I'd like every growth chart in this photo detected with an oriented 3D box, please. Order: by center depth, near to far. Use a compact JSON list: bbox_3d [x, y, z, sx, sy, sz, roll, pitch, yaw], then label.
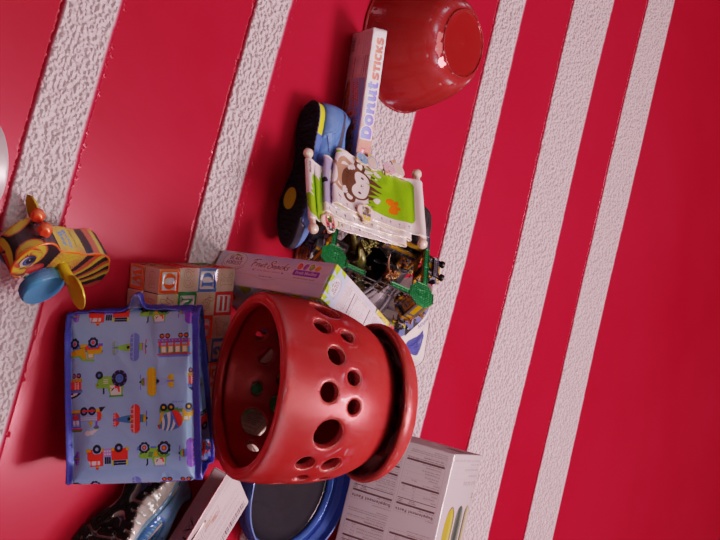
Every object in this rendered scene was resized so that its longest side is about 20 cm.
[{"bbox_3d":[0.008,-0.096,1.336,0.198,0.018,0.146,9,58,-33],"label":"growth chart"}]

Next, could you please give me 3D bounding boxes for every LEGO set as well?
[{"bbox_3d":[0.000,0.000,1.362,0.198,0.116,0.155,16,53,-25],"label":"LEGO set"}]

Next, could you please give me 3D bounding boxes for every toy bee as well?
[{"bbox_3d":[-0.321,-0.014,1.043,0.131,0.109,0.200,47,30,-1],"label":"toy bee"}]

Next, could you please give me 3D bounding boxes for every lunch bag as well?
[{"bbox_3d":[-0.246,0.125,1.139,0.094,0.149,0.202,-78,166,-86],"label":"lunch bag"}]

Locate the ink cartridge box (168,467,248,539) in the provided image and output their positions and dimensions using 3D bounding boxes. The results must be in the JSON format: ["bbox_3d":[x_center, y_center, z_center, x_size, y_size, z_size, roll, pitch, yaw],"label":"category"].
[{"bbox_3d":[-0.210,0.331,1.237,0.201,0.044,0.177,-59,166,-25],"label":"ink cartridge box"}]

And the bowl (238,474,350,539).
[{"bbox_3d":[-0.092,0.300,1.432,0.200,0.039,0.203,-11,105,-48],"label":"bowl"}]

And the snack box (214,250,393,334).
[{"bbox_3d":[-0.076,0.041,1.278,0.142,0.199,0.053,49,59,-41],"label":"snack box"}]

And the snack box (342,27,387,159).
[{"bbox_3d":[-0.002,-0.226,1.412,0.024,0.072,0.202,7,92,-25],"label":"snack box"}]

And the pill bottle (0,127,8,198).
[{"bbox_3d":[-0.427,-0.100,0.917,0.199,0.113,0.115,-2,98,-49],"label":"pill bottle"}]

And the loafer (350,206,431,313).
[{"bbox_3d":[0.039,-0.019,1.473,0.201,0.068,0.071,-58,142,-20],"label":"loafer"}]

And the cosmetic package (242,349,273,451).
[{"bbox_3d":[-0.101,0.167,1.349,0.200,0.103,0.074,-46,129,-32],"label":"cosmetic package"}]

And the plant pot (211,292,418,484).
[{"bbox_3d":[-0.048,0.133,1.133,0.181,0.200,0.203,8,91,-29],"label":"plant pot"}]

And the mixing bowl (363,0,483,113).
[{"bbox_3d":[0.107,-0.328,1.493,0.199,0.108,0.202,-10,104,-47],"label":"mixing bowl"}]

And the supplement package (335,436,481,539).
[{"bbox_3d":[0.070,0.350,1.517,0.152,0.149,0.202,25,78,-66],"label":"supplement package"}]

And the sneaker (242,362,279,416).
[{"bbox_3d":[-0.076,0.157,1.262,0.198,0.074,0.085,5,85,-19],"label":"sneaker"}]

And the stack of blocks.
[{"bbox_3d":[-0.219,0.093,1.233,0.115,0.058,0.202,-1,98,-49],"label":"stack of blocks"}]

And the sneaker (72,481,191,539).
[{"bbox_3d":[-0.262,0.313,1.212,0.200,0.078,0.090,-50,134,-30],"label":"sneaker"}]

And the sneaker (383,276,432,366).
[{"bbox_3d":[0.045,0.115,1.515,0.199,0.080,0.116,-44,139,-27],"label":"sneaker"}]

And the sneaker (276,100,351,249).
[{"bbox_3d":[-0.054,-0.122,1.371,0.078,0.066,0.202,18,81,-38],"label":"sneaker"}]

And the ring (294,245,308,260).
[{"bbox_3d":[-0.021,-0.003,1.473,0.199,0.019,0.203,-13,108,-47],"label":"ring"}]
